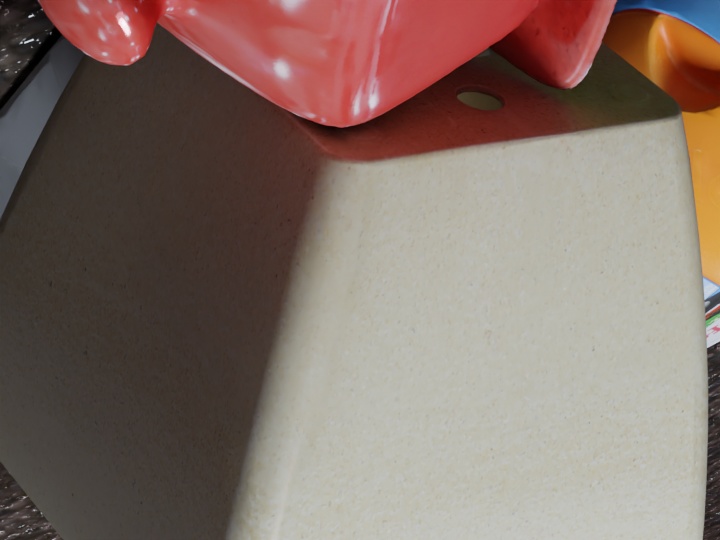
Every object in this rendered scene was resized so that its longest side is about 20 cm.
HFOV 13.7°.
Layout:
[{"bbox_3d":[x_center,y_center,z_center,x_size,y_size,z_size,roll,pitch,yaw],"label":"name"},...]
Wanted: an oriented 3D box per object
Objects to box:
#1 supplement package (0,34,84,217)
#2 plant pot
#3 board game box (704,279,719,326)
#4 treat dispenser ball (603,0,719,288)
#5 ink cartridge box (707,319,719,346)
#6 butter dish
[{"bbox_3d":[-0.030,-0.035,1.204,0.200,0.121,0.120,-7,158,-35],"label":"supplement package"},{"bbox_3d":[0.000,0.000,0.989,0.199,0.200,0.177,-10,127,-32],"label":"plant pot"},{"bbox_3d":[0.110,0.020,1.307,0.200,0.037,0.151,-17,163,-50],"label":"board game box"},{"bbox_3d":[0.186,-0.083,1.180,0.200,0.201,0.201,-19,160,-7],"label":"treat dispenser ball"},{"bbox_3d":[0.097,0.002,1.480,0.147,0.086,0.200,-30,160,21],"label":"ink cartridge box"},{"bbox_3d":[-0.032,-0.116,0.841,0.148,0.200,0.200,-45,168,-22],"label":"butter dish"}]
